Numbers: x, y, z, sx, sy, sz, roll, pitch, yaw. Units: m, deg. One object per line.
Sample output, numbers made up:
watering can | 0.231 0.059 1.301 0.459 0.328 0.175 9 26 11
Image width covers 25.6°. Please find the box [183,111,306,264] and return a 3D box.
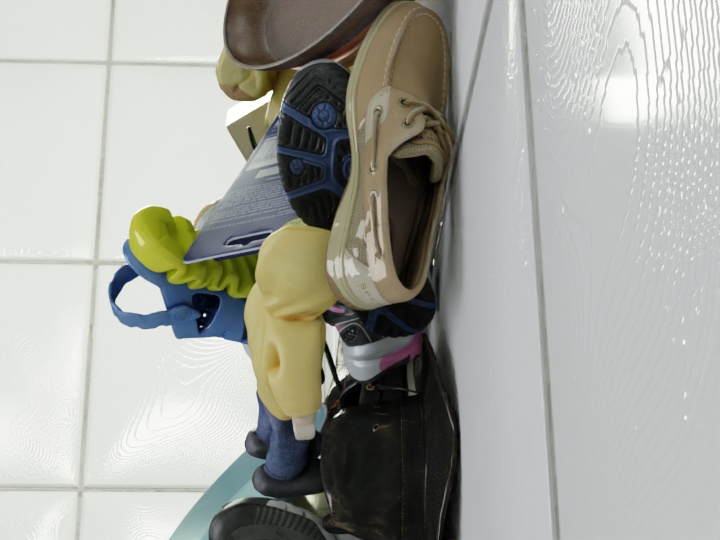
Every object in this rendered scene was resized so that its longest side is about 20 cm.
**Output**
box | -0.043 -0.067 1.176 0.033 0.120 0.201 59 -141 -27

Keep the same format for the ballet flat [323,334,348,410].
ballet flat | -0.002 0.103 1.400 0.201 0.067 0.047 -85 18 -52

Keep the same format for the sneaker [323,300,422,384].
sneaker | 0.000 0.000 1.206 0.200 0.080 0.087 -124 14 -65

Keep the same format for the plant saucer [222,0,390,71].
plant saucer | -0.016 -0.214 1.073 0.199 0.032 0.202 -32 39 30

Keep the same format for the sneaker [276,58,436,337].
sneaker | -0.002 -0.053 1.069 0.077 0.075 0.202 -78 -28 -58

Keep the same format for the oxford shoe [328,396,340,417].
oxford shoe | 0.002 0.112 1.303 0.201 0.072 0.072 -93 5 -52

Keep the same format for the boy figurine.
boy figurine | -0.045 0.050 1.058 0.125 0.064 0.202 -110 23 -55

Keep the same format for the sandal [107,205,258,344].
sandal | -0.118 0.021 1.221 0.087 0.199 0.080 -44 42 21

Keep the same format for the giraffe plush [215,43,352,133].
giraffe plush | -0.026 -0.213 1.324 0.202 0.171 0.162 66 -152 -13

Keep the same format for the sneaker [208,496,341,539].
sneaker | -0.017 0.222 1.033 0.200 0.066 0.091 45 -179 -23

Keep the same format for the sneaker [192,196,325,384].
sneaker | -0.074 0.024 1.324 0.088 0.075 0.201 48 167 47

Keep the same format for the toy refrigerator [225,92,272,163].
toy refrigerator | -0.041 -0.068 1.424 0.201 0.070 0.076 59 -174 -15

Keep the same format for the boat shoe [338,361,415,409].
boat shoe | 0.014 0.091 1.208 0.202 0.062 0.074 -91 1 -50

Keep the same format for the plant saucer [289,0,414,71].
plant saucer | -0.021 -0.244 1.164 0.032 0.199 0.203 9 -101 -49

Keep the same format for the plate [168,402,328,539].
plate | -0.091 0.186 1.273 0.200 0.026 0.200 -43 11 10

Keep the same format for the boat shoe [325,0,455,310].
boat shoe | 0.032 -0.074 0.983 0.064 0.071 0.202 -8 70 52

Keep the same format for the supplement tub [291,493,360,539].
supplement tub | -0.033 0.254 1.257 0.200 0.143 0.147 -104 15 -78

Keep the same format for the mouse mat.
mouse mat | -0.052 -0.004 1.284 0.201 0.007 0.162 -112 3 -47

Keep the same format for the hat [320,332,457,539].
hat | 0.013 0.134 1.024 0.201 0.080 0.203 -178 90 -86
